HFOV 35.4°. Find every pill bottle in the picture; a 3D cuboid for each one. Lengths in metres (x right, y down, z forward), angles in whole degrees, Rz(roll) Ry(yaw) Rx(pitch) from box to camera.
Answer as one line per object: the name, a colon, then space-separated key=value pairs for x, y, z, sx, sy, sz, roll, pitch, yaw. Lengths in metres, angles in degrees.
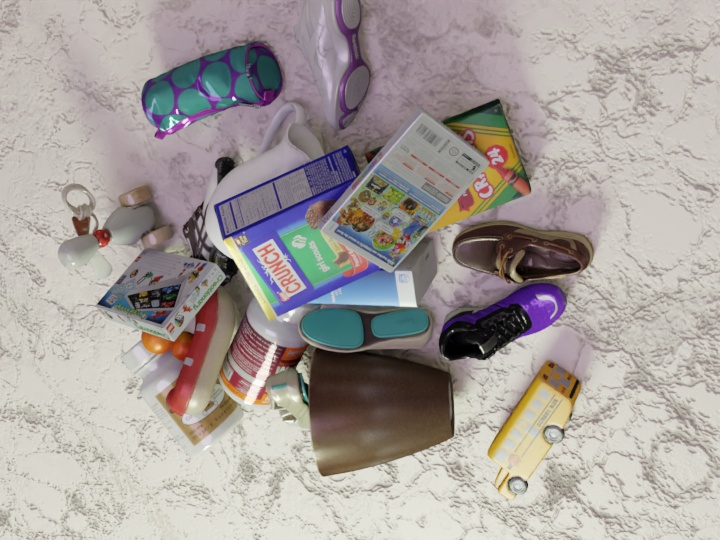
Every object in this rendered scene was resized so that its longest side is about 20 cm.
pill bottle: x=-0.288 y=0.189 z=1.807 sx=0.114 sy=0.114 sz=0.201 roll=-35 pitch=96 yaw=30
pill bottle: x=-0.134 y=0.103 z=1.708 sx=0.109 sy=0.110 sz=0.202 roll=32 pitch=121 yaw=7

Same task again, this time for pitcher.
pitcher: x=-0.131 y=-0.126 z=1.585 sx=0.120 sy=0.173 sz=0.200 roll=27 pitch=121 yaw=-37

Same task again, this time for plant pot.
plant pot: x=0.037 y=0.201 z=1.656 sx=0.196 sy=0.187 sz=0.190 roll=-4 pitch=111 yaw=8

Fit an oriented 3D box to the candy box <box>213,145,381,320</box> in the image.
candy box: x=-0.072 y=-0.048 z=1.502 sx=0.197 sy=0.078 sz=0.170 roll=-23 pitch=135 yaw=4

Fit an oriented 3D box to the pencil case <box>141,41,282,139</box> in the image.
pencil case: x=-0.213 y=-0.255 z=1.602 sx=0.197 sy=0.085 sz=0.094 roll=-13 pitch=78 yaw=27

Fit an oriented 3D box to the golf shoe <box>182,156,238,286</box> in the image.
golf shoe: x=-0.229 y=-0.076 z=1.691 sx=0.093 sy=0.078 sz=0.204 roll=14 pitch=115 yaw=17

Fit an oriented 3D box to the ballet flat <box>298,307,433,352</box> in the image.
ballet flat: x=0.008 y=0.091 z=1.646 sx=0.196 sy=0.070 sz=0.071 roll=0 pitch=114 yaw=-1

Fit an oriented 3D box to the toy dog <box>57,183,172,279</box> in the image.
toy dog: x=-0.387 y=-0.057 z=1.719 sx=0.095 sy=0.198 sz=0.135 roll=-18 pitch=80 yaw=44

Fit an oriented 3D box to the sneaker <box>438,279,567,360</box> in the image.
sneaker: x=0.193 y=0.082 z=1.566 sx=0.198 sy=0.100 sz=0.070 roll=-23 pitch=104 yaw=29

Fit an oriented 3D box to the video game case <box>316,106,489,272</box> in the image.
video game case: x=0.056 y=-0.099 z=1.445 sx=0.142 sy=0.018 sz=0.200 roll=28 pitch=110 yaw=-41

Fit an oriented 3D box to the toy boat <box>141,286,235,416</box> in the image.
toy boat: x=-0.267 y=0.111 z=1.699 sx=0.129 sy=0.130 sz=0.203 roll=20 pitch=76 yaw=-8

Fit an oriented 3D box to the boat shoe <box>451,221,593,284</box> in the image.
boat shoe: x=0.213 y=-0.019 z=1.532 sx=0.196 sy=0.072 sz=0.073 roll=7 pitch=114 yaw=20

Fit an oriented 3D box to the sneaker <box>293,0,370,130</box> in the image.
sneaker: x=-0.041 y=-0.294 z=1.534 sx=0.098 sy=0.074 sz=0.204 roll=16 pitch=118 yaw=37

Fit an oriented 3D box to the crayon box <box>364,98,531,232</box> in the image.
crayon box: x=0.115 y=-0.130 z=1.506 sx=0.197 sy=0.051 sz=0.129 roll=-21 pitch=104 yaw=11

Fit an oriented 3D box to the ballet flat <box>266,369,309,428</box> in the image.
ballet flat: x=-0.100 y=0.197 z=1.693 sx=0.068 sy=0.070 sz=0.201 roll=15 pitch=159 yaw=16

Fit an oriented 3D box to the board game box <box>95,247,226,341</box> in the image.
board game box: x=-0.303 y=0.032 z=1.696 sx=0.198 sy=0.127 sz=0.035 roll=12 pitch=146 yaw=48

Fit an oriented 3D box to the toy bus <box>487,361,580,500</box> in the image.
toy bus: x=0.246 y=0.235 z=1.631 sx=0.078 sy=0.065 sz=0.202 roll=32 pitch=120 yaw=7

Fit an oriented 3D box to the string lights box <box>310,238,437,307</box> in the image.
string lights box: x=0.000 y=0.000 z=1.611 sx=0.196 sy=0.103 sz=0.060 roll=1 pitch=117 yaw=23
